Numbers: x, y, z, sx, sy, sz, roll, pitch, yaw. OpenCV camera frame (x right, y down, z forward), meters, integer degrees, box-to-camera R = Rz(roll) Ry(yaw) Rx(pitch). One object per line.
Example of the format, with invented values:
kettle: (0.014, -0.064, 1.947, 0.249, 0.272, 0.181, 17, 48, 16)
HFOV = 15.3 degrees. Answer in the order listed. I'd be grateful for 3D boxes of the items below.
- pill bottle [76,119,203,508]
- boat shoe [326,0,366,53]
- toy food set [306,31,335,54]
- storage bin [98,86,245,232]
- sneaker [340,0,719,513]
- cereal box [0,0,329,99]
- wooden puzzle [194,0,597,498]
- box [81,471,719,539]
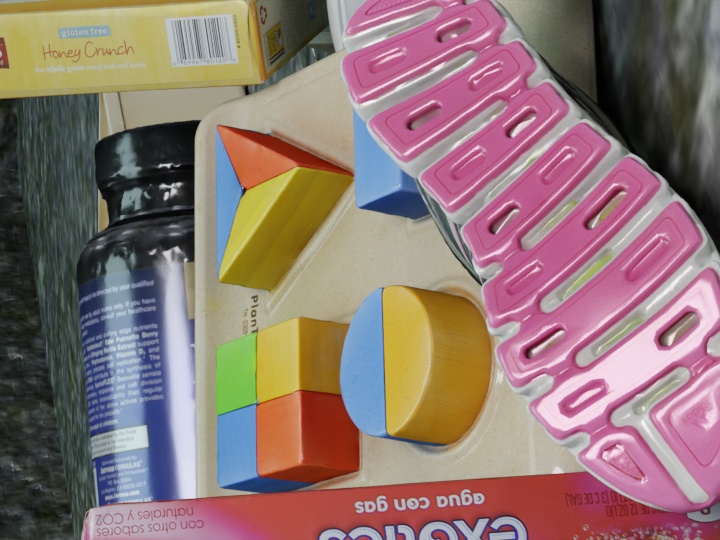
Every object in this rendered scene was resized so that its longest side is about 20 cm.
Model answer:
pill bottle: (-0.074, 0.036, 1.247, 0.112, 0.112, 0.200, 140, 125, -77)
boat shoe: (0.033, -0.131, 0.980, 0.069, 0.072, 0.200, -117, 33, -62)
toy food set: (0.000, -0.008, 1.203, 0.143, 0.060, 0.200, -161, 67, -78)
storage bin: (-0.106, 0.011, 1.672, 0.199, 0.094, 0.200, 97, 163, -46)
sneaker: (0.069, -0.006, 0.829, 0.200, 0.074, 0.087, 56, -169, 30)
cereal box: (-0.075, -0.118, 1.118, 0.200, 0.144, 0.040, -47, -48, -62)
wooden puzzle: (0.000, 0.000, 0.950, 0.200, 0.046, 0.186, -18, 66, 46)
box: (0.014, 0.122, 0.824, 0.100, 0.200, 0.096, 114, 151, -68)
